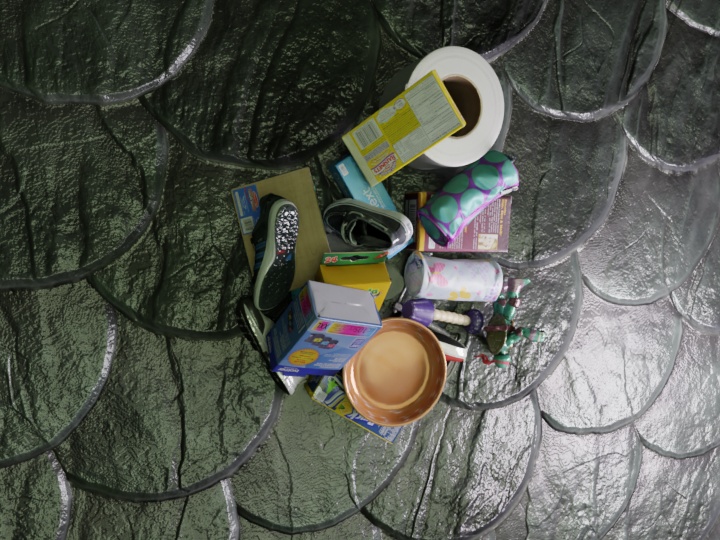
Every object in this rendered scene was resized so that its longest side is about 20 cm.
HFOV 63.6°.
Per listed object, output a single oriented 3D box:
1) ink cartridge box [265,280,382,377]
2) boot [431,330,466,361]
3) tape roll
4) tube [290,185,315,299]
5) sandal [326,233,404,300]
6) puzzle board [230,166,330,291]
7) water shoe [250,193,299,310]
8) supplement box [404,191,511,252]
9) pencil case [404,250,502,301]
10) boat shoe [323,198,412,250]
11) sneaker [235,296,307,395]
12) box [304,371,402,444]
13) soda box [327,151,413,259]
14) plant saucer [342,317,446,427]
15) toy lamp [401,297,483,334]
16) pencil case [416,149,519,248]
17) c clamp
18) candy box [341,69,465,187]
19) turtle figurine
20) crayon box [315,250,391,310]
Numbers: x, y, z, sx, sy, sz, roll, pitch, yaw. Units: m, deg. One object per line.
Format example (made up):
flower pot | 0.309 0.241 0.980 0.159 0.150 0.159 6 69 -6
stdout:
ink cartridge box | -0.073 0.114 1.000 0.134 0.078 0.200 11 138 -33
boot | 0.104 0.191 1.141 0.195 0.072 0.148 10 98 -7
tape roll | 0.147 -0.293 1.076 0.198 0.139 0.208 -2 98 -18
tube | -0.112 -0.049 1.073 0.075 0.050 0.205 -6 96 -9
sandal | -0.001 0.000 1.114 0.197 0.043 0.077 27 88 -19
puzzle board | -0.137 -0.067 1.044 0.147 0.017 0.205 -14 91 4
water shoe | -0.154 -0.032 1.012 0.070 0.079 0.204 -1 115 -41
supplement box | 0.189 -0.094 1.141 0.195 0.085 0.113 0 96 -18
pencil case | 0.184 0.014 1.151 0.195 0.092 0.084 6 140 -21
boat shoe | -0.003 -0.075 1.024 0.067 0.197 0.073 -35 129 -38
sneaker | -0.158 0.128 1.073 0.080 0.073 0.203 -37 112 -23
box | -0.009 0.255 1.128 0.198 0.070 0.065 35 86 -19
soda box | 0.019 -0.125 1.092 0.064 0.068 0.202 -33 105 -10
plant saucer | 0.061 0.185 1.077 0.195 0.037 0.206 -1 96 -8
toy lamp | 0.161 0.090 1.135 0.197 0.058 0.060 13 93 -37
pencil case | 0.197 -0.131 1.049 0.199 0.086 0.092 -39 63 -11
c clamp | 0.132 0.133 1.182 0.198 0.027 0.173 35 85 -18
candy box | 0.070 -0.236 0.983 0.198 0.026 0.103 -29 101 29
turtle figurine | 0.299 0.122 1.171 0.099 0.148 0.205 11 79 -34
crayon box | -0.024 0.048 1.040 0.124 0.052 0.202 -3 142 -19
